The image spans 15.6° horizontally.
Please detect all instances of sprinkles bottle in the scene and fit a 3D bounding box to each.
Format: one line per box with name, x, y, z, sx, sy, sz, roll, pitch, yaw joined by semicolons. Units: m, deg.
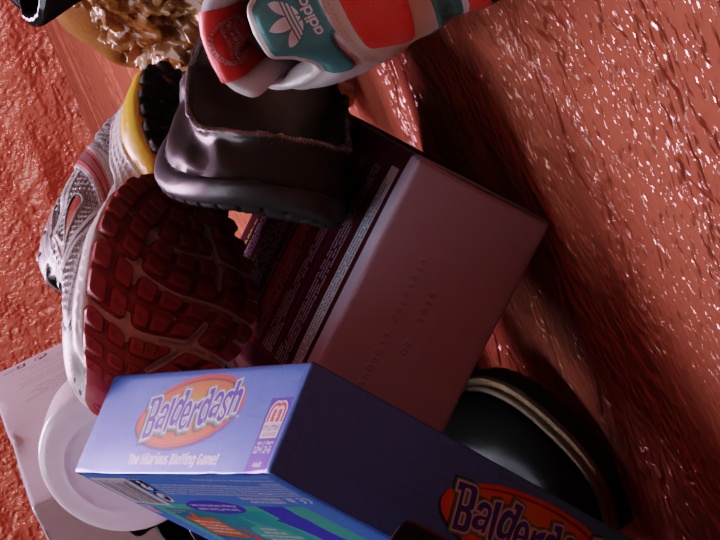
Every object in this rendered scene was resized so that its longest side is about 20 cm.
sprinkles bottle;-0.093;0.038;1.160;0.200;0.068;0.068;-82;-29;-65

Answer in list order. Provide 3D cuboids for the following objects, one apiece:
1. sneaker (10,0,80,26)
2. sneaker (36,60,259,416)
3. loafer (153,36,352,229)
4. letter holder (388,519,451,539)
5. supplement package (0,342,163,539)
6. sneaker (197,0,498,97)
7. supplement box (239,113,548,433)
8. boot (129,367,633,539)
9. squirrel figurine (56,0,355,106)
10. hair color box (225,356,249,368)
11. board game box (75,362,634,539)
sneaker;-0.102;-0.134;1.025;0.074;0.199;0.088;174;104;-70
sneaker;-0.090;0.000;1.080;0.078;0.082;0.200;35;-152;-18
loafer;-0.041;-0.071;1.024;0.200;0.073;0.072;-113;34;-70
letter holder;0.082;0.192;0.851;0.200;0.101;0.142;24;153;25
supplement package;-0.102;0.106;1.288;0.114;0.109;0.200;67;173;-20
sneaker;-0.019;-0.103;0.930;0.071;0.093;0.200;66;172;-11
supplement box;0.000;0.000;1.054;0.061;0.109;0.200;26;-176;-17
boot;0.005;0.100;1.108;0.200;0.138;0.078;13;129;53
squirrel figurine;-0.086;-0.121;1.201;0.187;0.141;0.200;60;176;-15
hair color box;0.023;0.109;1.282;0.200;0.109;0.065;63;172;7
board game box;0.016;0.097;0.963;0.200;0.045;0.152;31;161;-27
